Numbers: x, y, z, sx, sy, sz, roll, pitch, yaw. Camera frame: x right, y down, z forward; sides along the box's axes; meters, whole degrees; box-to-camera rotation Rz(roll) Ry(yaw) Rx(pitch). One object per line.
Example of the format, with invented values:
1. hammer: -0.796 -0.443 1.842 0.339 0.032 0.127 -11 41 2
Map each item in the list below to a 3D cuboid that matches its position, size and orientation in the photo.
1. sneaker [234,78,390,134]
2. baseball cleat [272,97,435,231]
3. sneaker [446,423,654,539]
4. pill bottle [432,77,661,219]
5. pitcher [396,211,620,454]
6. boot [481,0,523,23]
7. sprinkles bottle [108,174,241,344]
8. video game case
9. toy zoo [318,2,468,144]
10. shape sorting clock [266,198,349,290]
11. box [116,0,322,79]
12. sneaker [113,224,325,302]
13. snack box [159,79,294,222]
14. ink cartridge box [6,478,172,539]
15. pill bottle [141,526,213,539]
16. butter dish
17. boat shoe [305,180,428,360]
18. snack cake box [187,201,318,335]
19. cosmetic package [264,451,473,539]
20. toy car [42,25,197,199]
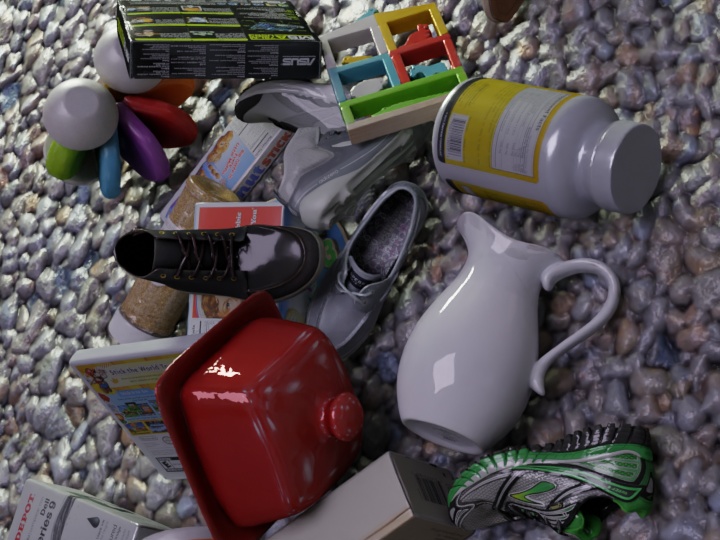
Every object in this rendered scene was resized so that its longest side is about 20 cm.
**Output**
1. sneaker: -0.048 -0.159 1.666 0.199 0.074 0.080 5 86 29
2. baseball cleat: -0.004 -0.128 1.577 0.106 0.070 0.200 38 65 20
3. sneaker: 0.161 0.195 1.373 0.199 0.078 0.086 -21 62 32
4. pill bottle: 0.171 -0.110 1.454 0.199 0.112 0.113 17 85 41
5. pitcher: 0.131 0.065 1.432 0.171 0.121 0.201 14 72 26
6. boot: 0.112 -0.343 1.626 0.146 0.070 0.201 2 74 46
7. sprinkles bottle: -0.203 -0.005 1.737 0.068 0.068 0.201 43 110 40
8. video game case: -0.176 0.141 1.608 0.199 0.182 0.023 -8 38 40
9. toy zoo: 0.031 -0.210 1.601 0.130 0.021 0.201 -16 42 0
10. shape sorting clock: -0.087 0.019 1.668 0.199 0.039 0.201 -15 65 35
11. box: -0.153 -0.247 1.680 0.193 0.198 0.048 -118 30 -62
12. sneaker: -0.138 -0.008 1.536 0.199 0.106 0.075 -6 81 32
13. snack box: -0.145 -0.114 1.773 0.200 0.024 0.072 -51 52 13
14. ink cartridge box: -0.294 0.321 1.696 0.199 0.084 0.147 12 81 42
15. pill bottle: -0.161 0.363 1.552 0.114 0.114 0.201 -25 60 30
16. butter dish: -0.063 0.137 1.459 0.147 0.199 0.201 -7 113 35
17. boat shoe: 0.001 0.000 1.566 0.070 0.072 0.202 29 92 7
18. snack cake box: -0.112 0.033 1.617 0.114 0.067 0.202 1 85 33
19. cosmetic package: -0.007 0.256 1.472 0.200 0.103 0.073 -40 54 23
20. toy car: -0.268 -0.166 1.814 0.150 0.175 0.200 37 68 2
